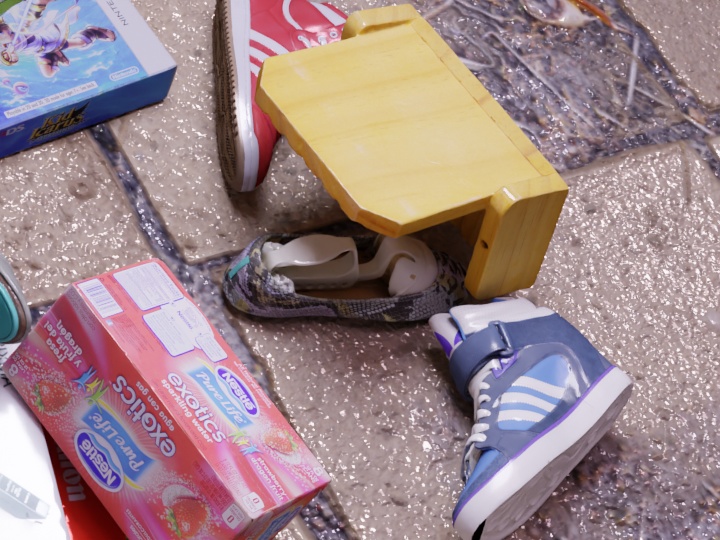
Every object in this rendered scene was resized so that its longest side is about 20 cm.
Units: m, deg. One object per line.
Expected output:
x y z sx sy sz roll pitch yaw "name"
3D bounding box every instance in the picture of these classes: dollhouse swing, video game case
0.019 -0.068 1.782 0.175 0.182 0.200 -27 64 -26 "dollhouse swing"
-0.269 -0.180 1.828 0.200 0.045 0.181 -23 65 -34 "video game case"

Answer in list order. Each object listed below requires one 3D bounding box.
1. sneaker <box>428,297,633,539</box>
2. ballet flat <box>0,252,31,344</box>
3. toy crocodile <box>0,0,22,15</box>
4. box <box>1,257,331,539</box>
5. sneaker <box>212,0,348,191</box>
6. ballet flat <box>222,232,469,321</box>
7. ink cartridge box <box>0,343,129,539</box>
0.089 0.098 1.751 0.146 0.081 0.200 37 53 18 "sneaker"
-0.284 -0.012 1.649 0.200 0.068 0.064 25 31 28 "ballet flat"
-0.329 -0.158 1.732 0.200 0.062 0.068 -36 70 -12 "toy crocodile"
-0.129 0.101 1.615 0.200 0.095 0.103 51 32 12 "box"
-0.054 -0.140 1.869 0.112 0.071 0.201 6 51 -14 "sneaker"
0.000 0.000 1.787 0.200 0.072 0.072 -1 56 -23 "ballet flat"
-0.220 0.119 1.626 0.173 0.044 0.201 -4 57 -23 "ink cartridge box"
